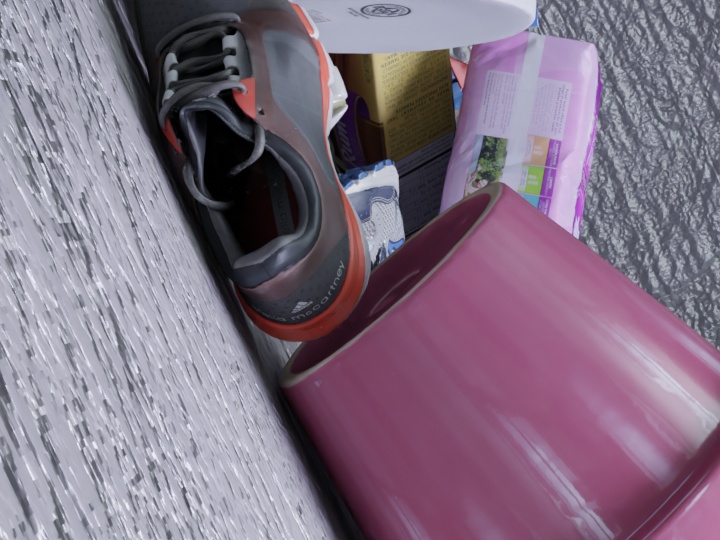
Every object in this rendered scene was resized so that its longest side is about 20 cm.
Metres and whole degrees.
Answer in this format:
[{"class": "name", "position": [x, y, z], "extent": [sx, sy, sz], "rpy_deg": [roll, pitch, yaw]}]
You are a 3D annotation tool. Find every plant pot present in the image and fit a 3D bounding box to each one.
[{"class": "plant pot", "position": [0.070, 0.071, 0.991], "extent": [0.179, 0.200, 0.200], "rpy_deg": [48, 6, -8]}]

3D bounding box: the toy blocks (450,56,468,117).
[{"class": "toy blocks", "position": [0.009, -0.106, 1.555], "extent": [0.200, 0.136, 0.100], "rpy_deg": [32, 33, -84]}]

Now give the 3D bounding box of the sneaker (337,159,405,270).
[{"class": "sneaker", "position": [0.000, 0.000, 1.230], "extent": [0.200, 0.077, 0.085], "rpy_deg": [44, 25, -78]}]

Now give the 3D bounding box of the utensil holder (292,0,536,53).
[{"class": "utensil holder", "position": [0.005, -0.214, 1.113], "extent": [0.170, 0.169, 0.201], "rpy_deg": [38, 50, -82]}]

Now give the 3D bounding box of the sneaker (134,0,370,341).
[{"class": "sneaker", "position": [-0.052, -0.070, 0.984], "extent": [0.200, 0.077, 0.082], "rpy_deg": [66, 10, 26]}]

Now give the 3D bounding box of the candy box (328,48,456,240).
[{"class": "candy box", "position": [-0.001, -0.102, 1.334], "extent": [0.117, 0.056, 0.201], "rpy_deg": [37, -35, 40]}]

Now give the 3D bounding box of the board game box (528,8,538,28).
[{"class": "board game box", "position": [0.012, -0.176, 1.576], "extent": [0.200, 0.198, 0.044], "rpy_deg": [-94, 176, -81]}]

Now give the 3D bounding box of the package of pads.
[{"class": "package of pads", "position": [0.082, -0.023, 1.285], "extent": [0.121, 0.075, 0.201], "rpy_deg": [63, 37, -78]}]

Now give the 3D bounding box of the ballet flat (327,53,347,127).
[{"class": "ballet flat", "position": [-0.045, -0.085, 1.150], "extent": [0.200, 0.072, 0.068], "rpy_deg": [46, 20, -79]}]
